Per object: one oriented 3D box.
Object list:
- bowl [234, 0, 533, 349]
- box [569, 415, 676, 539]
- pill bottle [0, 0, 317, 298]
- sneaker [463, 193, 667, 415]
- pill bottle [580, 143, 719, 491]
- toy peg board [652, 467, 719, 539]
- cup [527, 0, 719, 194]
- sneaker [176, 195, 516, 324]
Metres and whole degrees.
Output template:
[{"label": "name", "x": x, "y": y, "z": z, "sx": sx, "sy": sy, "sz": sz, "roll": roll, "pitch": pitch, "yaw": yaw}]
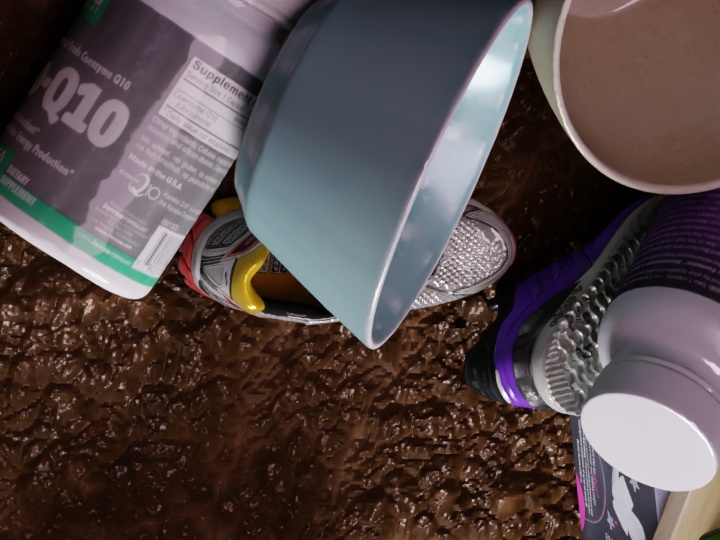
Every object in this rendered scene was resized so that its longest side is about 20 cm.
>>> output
[{"label": "bowl", "x": 0.004, "y": -0.071, "z": 1.468, "sx": 0.105, "sy": 0.201, "sz": 0.202, "roll": 24, "pitch": 99, "yaw": 8}, {"label": "box", "x": 0.214, "y": 0.125, "z": 1.713, "sx": 0.131, "sy": 0.115, "sz": 0.201, "roll": -16, "pitch": 115, "yaw": -19}, {"label": "pill bottle", "x": -0.110, "y": -0.096, "z": 1.481, "sx": 0.113, "sy": 0.113, "sz": 0.201, "roll": 32, "pitch": 93, "yaw": -31}, {"label": "sneaker", "x": 0.127, "y": 0.015, "z": 1.656, "sx": 0.200, "sy": 0.099, "sz": 0.070, "roll": -42, "pitch": 116, "yaw": -42}, {"label": "pill bottle", "x": 0.201, "y": 0.024, "z": 1.577, "sx": 0.112, "sy": 0.111, "sz": 0.200, "roll": 54, "pitch": 51, "yaw": -30}, {"label": "toy peg board", "x": 0.271, "y": 0.203, "z": 1.647, "sx": 0.198, "sy": 0.098, "sz": 0.201, "roll": 14, "pitch": 102, "yaw": -30}, {"label": "cup", "x": 0.166, "y": -0.164, "z": 1.561, "sx": 0.199, "sy": 0.143, "sz": 0.201, "roll": -12, "pitch": 123, "yaw": -20}, {"label": "sneaker", "x": 0.000, "y": 0.000, "z": 1.585, "sx": 0.199, "sy": 0.082, "sz": 0.078, "roll": -6, "pitch": 111, "yaw": -24}]
